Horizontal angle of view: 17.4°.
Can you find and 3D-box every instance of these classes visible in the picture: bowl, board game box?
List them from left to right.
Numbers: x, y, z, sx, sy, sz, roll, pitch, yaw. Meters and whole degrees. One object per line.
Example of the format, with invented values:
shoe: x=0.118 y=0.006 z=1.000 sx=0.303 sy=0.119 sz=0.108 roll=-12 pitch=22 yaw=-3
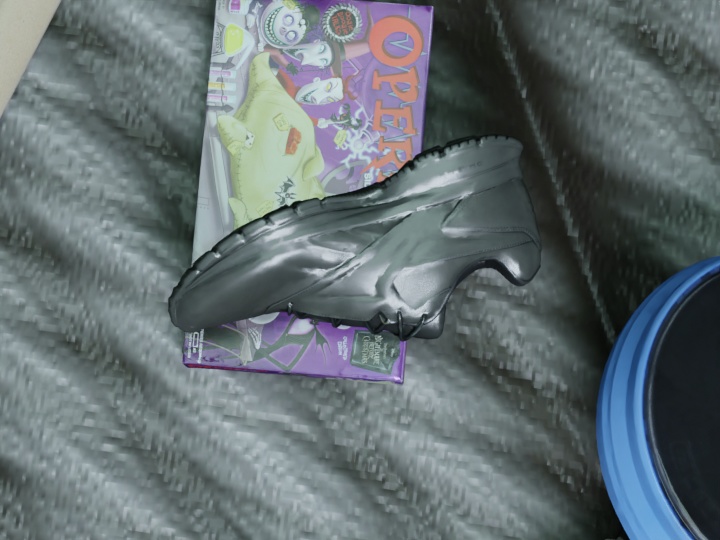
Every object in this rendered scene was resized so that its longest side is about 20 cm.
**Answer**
board game box: x=-0.027 y=-0.044 z=1.246 sx=0.119 sy=0.032 sz=0.202 roll=4 pitch=83 yaw=-1
bowl: x=0.216 y=0.083 z=1.173 sx=0.199 sy=0.039 sz=0.202 roll=6 pitch=69 yaw=-17

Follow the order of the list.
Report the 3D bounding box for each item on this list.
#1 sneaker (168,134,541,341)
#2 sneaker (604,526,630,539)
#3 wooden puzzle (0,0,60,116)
sneaker: x=0.000 y=0.000 z=1.192 sx=0.198 sy=0.076 sz=0.091 roll=-20 pitch=90 yaw=1
sneaker: x=0.109 y=0.181 z=1.187 sx=0.088 sy=0.074 sz=0.201 roll=21 pitch=84 yaw=3
wooden puzzle: x=-0.276 y=-0.139 z=1.268 sx=0.199 sy=0.037 sz=0.186 roll=27 pitch=84 yaw=1
